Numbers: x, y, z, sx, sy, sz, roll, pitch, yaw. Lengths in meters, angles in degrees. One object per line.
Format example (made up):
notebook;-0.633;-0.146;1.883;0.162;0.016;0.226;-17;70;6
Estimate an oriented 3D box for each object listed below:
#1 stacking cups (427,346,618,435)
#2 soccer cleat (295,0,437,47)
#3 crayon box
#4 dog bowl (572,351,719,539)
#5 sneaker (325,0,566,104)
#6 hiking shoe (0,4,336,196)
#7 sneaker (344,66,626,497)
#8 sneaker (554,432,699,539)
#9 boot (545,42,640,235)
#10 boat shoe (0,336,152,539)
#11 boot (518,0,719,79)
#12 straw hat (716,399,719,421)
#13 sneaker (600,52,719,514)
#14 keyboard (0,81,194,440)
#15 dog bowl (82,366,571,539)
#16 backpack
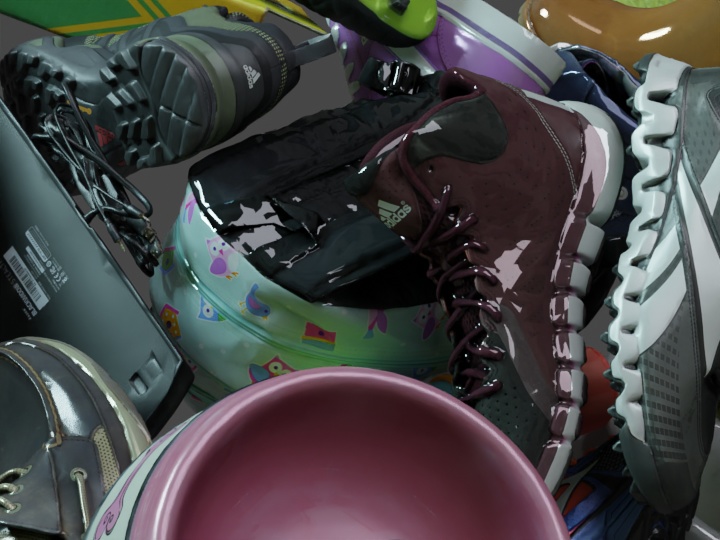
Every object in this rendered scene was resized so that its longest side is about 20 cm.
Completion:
stacking cups;0.025;0.079;1.227;0.199;0.061;0.061;-13;50;-32
soccer cleat;-0.051;-0.171;1.381;0.200;0.081;0.068;36;48;-12
crayon box;-0.122;-0.139;1.399;0.199;0.051;0.127;20;9;-10
dog bowl;0.182;0.103;1.325;0.199;0.059;0.200;17;37;-13
sneaker;0.004;-0.108;1.448;0.073;0.114;0.200;34;2;-44
hiking shoe;-0.093;-0.080;1.294;0.100;0.076;0.200;-17;12;-32
sneaker;0.037;0.007;1.164;0.115;0.076;0.201;23;65;-27
sneaker;0.084;0.111;1.198;0.078;0.076;0.200;28;56;23
boot;0.085;-0.096;1.485;0.200;0.091;0.073;38;36;15
boat shoe;-0.118;0.103;1.114;0.073;0.075;0.200;-2;43;-35
boot;0.191;-0.135;1.471;0.200;0.156;0.077;33;46;10
straw hat;0.191;0.042;1.242;0.085;0.202;0.201;-17;47;-6
sneaker;0.152;0.002;1.160;0.090;0.066;0.201;0;70;18
keyboard;-0.128;-0.002;1.233;0.200;0.104;0.040;53;16;30
dog bowl;-0.006;0.126;1.049;0.199;0.074;0.201;7;63;-14
backpack;0.000;0.000;1.278;0.200;0.127;0.167;-17;46;-44
